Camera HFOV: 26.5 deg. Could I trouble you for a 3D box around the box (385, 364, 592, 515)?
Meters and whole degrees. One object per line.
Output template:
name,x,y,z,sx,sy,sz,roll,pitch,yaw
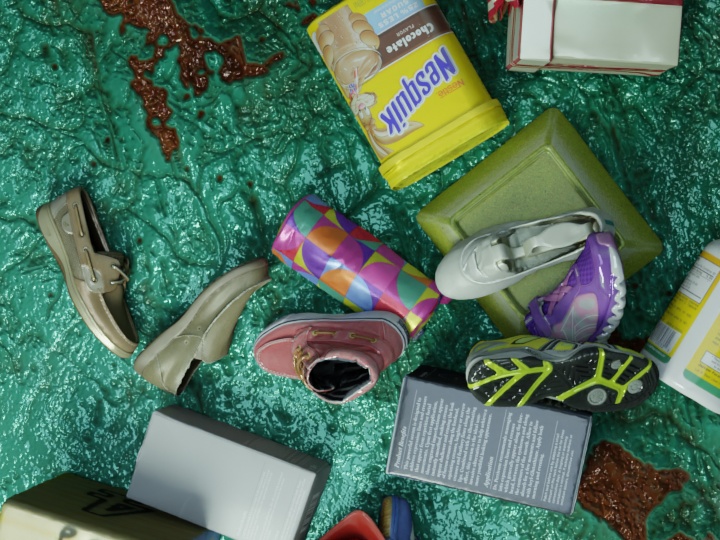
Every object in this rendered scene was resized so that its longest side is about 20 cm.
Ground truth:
box,0.139,0.175,1.619,0.199,0.148,0.108,12,93,9

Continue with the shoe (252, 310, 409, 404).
shoe,-0.049,0.095,1.643,0.199,0.091,0.072,-9,114,33

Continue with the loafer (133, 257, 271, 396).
loafer,-0.165,0.064,1.707,0.200,0.076,0.068,-43,86,18

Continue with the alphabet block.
alphabet block,-0.285,0.350,1.670,0.199,0.196,0.197,14,92,9

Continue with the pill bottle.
pill bottle,0.386,0.039,1.594,0.112,0.113,0.201,31,96,7

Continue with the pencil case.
pencil case,0.000,0.000,1.673,0.200,0.088,0.089,35,97,4

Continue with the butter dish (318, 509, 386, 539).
butter dish,-0.033,0.390,1.612,0.201,0.147,0.200,57,133,16

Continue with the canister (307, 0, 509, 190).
canister,0.049,-0.210,1.656,0.148,0.087,0.201,-30,85,8

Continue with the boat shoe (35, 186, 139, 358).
boat shoe,-0.295,0.002,1.724,0.064,0.071,0.201,-29,86,10

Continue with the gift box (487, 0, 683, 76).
gift box,0.228,-0.302,1.582,0.185,0.185,0.201,2,88,0

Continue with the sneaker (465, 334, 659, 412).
sneaker,0.204,0.093,1.545,0.199,0.077,0.076,5,117,-8

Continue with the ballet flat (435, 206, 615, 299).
ballet flat,0.168,-0.024,1.602,0.199,0.069,0.070,-18,89,10

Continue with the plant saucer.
plant saucer,0.191,-0.042,1.656,0.200,0.048,0.200,-38,86,8

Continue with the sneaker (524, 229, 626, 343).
sneaker,0.217,0.040,1.586,0.088,0.081,0.201,3,136,-6

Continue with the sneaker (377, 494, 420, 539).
sneaker,0.067,0.341,1.681,0.088,0.075,0.201,-7,99,2

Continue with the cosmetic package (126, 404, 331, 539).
cosmetic package,-0.147,0.232,1.701,0.199,0.090,0.107,22,95,11
